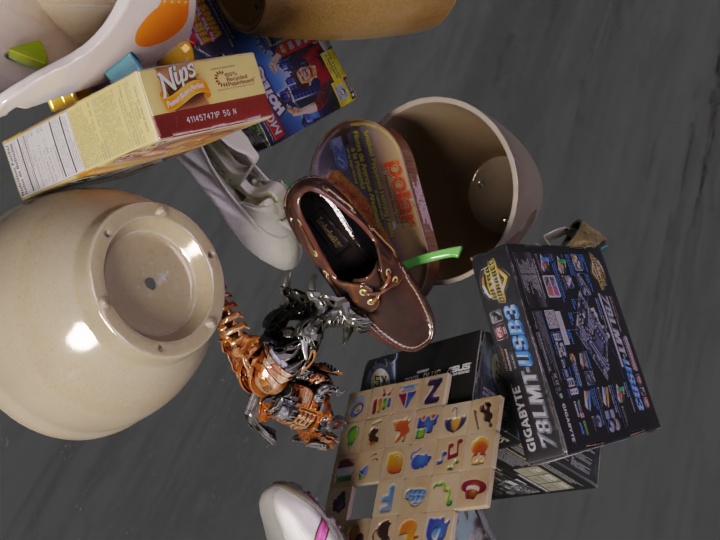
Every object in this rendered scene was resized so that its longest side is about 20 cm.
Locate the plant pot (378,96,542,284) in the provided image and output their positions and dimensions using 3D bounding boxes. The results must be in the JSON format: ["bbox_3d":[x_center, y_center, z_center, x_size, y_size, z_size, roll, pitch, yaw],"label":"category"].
[{"bbox_3d":[0.120,-0.085,1.117,0.200,0.186,0.189,-5,79,-60],"label":"plant pot"}]

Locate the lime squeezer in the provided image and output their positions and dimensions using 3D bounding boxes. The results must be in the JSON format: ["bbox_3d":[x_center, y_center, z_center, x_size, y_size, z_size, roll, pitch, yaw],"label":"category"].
[{"bbox_3d":[-0.004,-0.023,1.002,0.038,0.199,0.071,-29,137,-60],"label":"lime squeezer"}]

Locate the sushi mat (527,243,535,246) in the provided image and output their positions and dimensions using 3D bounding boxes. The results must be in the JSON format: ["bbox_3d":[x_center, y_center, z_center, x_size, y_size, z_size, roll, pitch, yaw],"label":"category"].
[{"bbox_3d":[0.204,0.073,1.199,0.095,0.012,0.202,13,91,-40],"label":"sushi mat"}]

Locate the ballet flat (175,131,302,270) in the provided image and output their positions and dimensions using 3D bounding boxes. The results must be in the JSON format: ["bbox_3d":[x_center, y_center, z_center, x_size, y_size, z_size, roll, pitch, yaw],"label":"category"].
[{"bbox_3d":[-0.109,-0.081,0.958,0.200,0.069,0.070,50,47,-21],"label":"ballet flat"}]

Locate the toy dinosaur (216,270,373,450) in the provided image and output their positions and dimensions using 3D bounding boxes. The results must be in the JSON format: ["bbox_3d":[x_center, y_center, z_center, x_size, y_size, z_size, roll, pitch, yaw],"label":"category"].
[{"bbox_3d":[-0.066,0.079,0.926,0.136,0.102,0.201,-51,143,-21],"label":"toy dinosaur"}]

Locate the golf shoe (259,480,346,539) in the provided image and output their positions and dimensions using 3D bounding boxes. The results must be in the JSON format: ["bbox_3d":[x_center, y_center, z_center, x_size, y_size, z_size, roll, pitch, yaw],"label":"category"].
[{"bbox_3d":[-0.047,0.284,0.886,0.092,0.072,0.201,-23,92,-45],"label":"golf shoe"}]

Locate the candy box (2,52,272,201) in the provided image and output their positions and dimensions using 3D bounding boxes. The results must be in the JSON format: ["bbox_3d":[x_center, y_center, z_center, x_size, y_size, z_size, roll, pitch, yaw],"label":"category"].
[{"bbox_3d":[-0.178,-0.111,0.801,0.115,0.199,0.056,-21,95,-46],"label":"candy box"}]

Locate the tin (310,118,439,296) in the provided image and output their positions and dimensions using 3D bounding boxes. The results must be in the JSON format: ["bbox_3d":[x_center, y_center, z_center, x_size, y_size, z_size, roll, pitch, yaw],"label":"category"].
[{"bbox_3d":[0.016,-0.054,1.038,0.042,0.111,0.202,-6,81,-57],"label":"tin"}]

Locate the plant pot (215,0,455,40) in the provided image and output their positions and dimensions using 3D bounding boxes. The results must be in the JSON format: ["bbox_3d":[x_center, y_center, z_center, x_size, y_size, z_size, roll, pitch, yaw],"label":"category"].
[{"bbox_3d":[-0.035,-0.293,0.954,0.199,0.186,0.188,-26,94,-33],"label":"plant pot"}]

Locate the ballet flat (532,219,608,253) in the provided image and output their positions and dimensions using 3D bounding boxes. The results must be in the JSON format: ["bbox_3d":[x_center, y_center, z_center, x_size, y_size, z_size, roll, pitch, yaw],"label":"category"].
[{"bbox_3d":[0.244,-0.013,1.294,0.200,0.070,0.071,-31,98,-44],"label":"ballet flat"}]

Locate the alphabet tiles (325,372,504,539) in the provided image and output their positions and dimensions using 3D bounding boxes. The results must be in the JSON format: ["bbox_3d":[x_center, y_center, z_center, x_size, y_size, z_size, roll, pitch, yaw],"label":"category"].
[{"bbox_3d":[0.044,0.173,0.923,0.008,0.199,0.168,35,54,-34],"label":"alphabet tiles"}]

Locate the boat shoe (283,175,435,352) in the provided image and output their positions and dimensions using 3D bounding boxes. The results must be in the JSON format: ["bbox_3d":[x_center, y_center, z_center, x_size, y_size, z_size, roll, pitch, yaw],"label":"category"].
[{"bbox_3d":[0.000,0.000,0.938,0.070,0.070,0.200,-43,102,-3],"label":"boat shoe"}]

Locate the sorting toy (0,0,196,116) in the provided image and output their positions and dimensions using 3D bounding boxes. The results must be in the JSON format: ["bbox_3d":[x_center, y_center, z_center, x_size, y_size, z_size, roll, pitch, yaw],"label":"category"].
[{"bbox_3d":[-0.245,-0.167,0.793,0.180,0.199,0.108,-44,129,-40],"label":"sorting toy"}]

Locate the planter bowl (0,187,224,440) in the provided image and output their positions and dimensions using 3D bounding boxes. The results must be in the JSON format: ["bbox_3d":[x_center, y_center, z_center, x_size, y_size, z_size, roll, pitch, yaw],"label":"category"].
[{"bbox_3d":[-0.190,0.021,0.792,0.199,0.134,0.202,18,63,-39],"label":"planter bowl"}]

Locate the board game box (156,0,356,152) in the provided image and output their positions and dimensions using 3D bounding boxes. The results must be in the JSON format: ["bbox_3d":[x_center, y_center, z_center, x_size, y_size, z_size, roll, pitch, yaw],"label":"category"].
[{"bbox_3d":[-0.122,-0.217,0.995,0.200,0.061,0.201,-36,102,-45],"label":"board game box"}]

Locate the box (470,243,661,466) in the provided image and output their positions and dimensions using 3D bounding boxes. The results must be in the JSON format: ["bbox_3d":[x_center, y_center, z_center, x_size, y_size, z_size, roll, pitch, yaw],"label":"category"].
[{"bbox_3d":[0.202,0.074,0.993,0.198,0.049,0.202,0,71,-52],"label":"box"}]

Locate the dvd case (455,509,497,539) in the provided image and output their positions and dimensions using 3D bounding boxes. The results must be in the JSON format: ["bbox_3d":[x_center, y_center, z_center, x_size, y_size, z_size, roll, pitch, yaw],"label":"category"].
[{"bbox_3d":[0.088,0.323,0.964,0.147,0.022,0.201,64,37,-34],"label":"dvd case"}]

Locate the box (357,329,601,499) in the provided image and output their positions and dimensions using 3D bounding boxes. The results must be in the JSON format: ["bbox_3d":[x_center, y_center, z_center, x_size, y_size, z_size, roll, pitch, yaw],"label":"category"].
[{"bbox_3d":[0.120,0.153,1.033,0.199,0.163,0.087,33,55,-32],"label":"box"}]
